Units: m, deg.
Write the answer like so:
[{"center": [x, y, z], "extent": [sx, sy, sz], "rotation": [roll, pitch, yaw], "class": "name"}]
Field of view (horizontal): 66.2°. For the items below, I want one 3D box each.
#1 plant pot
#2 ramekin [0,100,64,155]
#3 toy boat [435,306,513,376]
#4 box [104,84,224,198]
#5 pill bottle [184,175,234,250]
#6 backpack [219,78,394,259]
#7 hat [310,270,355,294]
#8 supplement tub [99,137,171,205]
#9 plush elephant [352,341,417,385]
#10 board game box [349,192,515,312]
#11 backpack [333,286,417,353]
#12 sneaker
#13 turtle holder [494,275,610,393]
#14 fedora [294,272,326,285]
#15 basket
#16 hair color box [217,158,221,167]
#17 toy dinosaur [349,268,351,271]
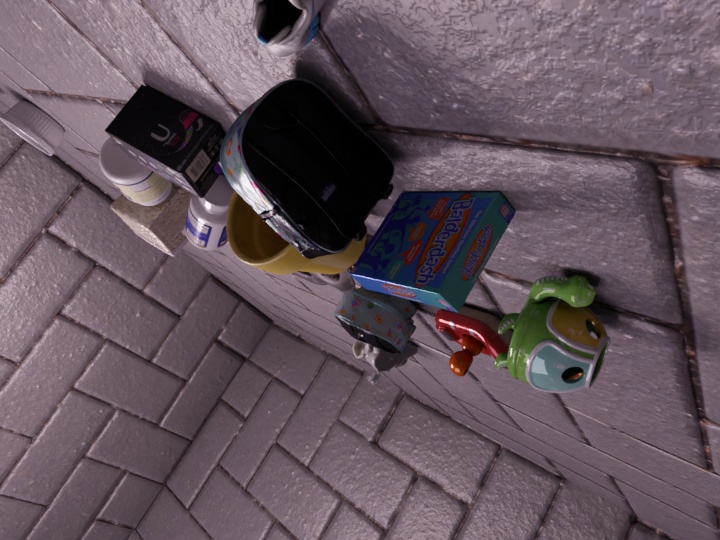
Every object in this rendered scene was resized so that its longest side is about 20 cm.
[{"center": [-0.093, -0.081, 0.947], "extent": [0.200, 0.202, 0.188], "rotation": [22, 178, 38], "class": "plant pot"}, {"center": [-1.189, -0.526, 2.016], "extent": [0.199, 0.105, 0.200], "rotation": [30, 166, 8], "class": "ramekin"}, {"center": [0.227, 0.156, 1.125], "extent": [0.199, 0.131, 0.130], "rotation": [15, 158, 51], "class": "toy boat"}, {"center": [-0.370, -0.252, 1.081], "extent": [0.199, 0.123, 0.106], "rotation": [29, 166, 15], "class": "box"}, {"center": [-0.368, -0.146, 1.378], "extent": [0.119, 0.120, 0.200], "rotation": [34, 145, -5], "class": "pill bottle"}, {"center": [-0.077, -0.136, 0.719], "extent": [0.200, 0.178, 0.150], "rotation": [45, 157, -27], "class": "backpack"}, {"center": [-0.066, -0.046, 1.179], "extent": [0.200, 0.081, 0.201], "rotation": [37, 158, 17], "class": "hat"}, {"center": [-0.598, -0.268, 1.490], "extent": [0.144, 0.145, 0.200], "rotation": [31, 166, 6], "class": "supplement tub"}, {"center": [0.067, 0.268, 1.843], "extent": [0.164, 0.201, 0.155], "rotation": [31, -173, -24], "class": "plush elephant"}, {"center": [0.089, -0.034, 0.742], "extent": [0.045, 0.153, 0.199], "rotation": [41, 163, -31], "class": "board game box"}, {"center": [0.036, 0.106, 1.328], "extent": [0.175, 0.154, 0.200], "rotation": [25, 179, 28], "class": "backpack"}, {"center": [-0.079, -0.246, 0.530], "extent": [0.075, 0.087, 0.200], "rotation": [34, 168, -14], "class": "sneaker"}, {"center": [0.288, 0.088, 0.798], "extent": [0.131, 0.187, 0.141], "rotation": [24, -164, 33], "class": "turtle holder"}, {"center": [-0.151, -0.048, 1.342], "extent": [0.199, 0.091, 0.177], "rotation": [25, 165, -9], "class": "fedora"}, {"center": [-0.608, -0.189, 1.688], "extent": [0.199, 0.199, 0.161], "rotation": [26, 161, 27], "class": "basket"}, {"center": [-0.206, -0.172, 1.124], "extent": [0.100, 0.061, 0.200], "rotation": [29, 165, 14], "class": "hair color box"}, {"center": [0.000, 0.000, 1.255], "extent": [0.199, 0.058, 0.101], "rotation": [29, 167, 18], "class": "toy dinosaur"}]
